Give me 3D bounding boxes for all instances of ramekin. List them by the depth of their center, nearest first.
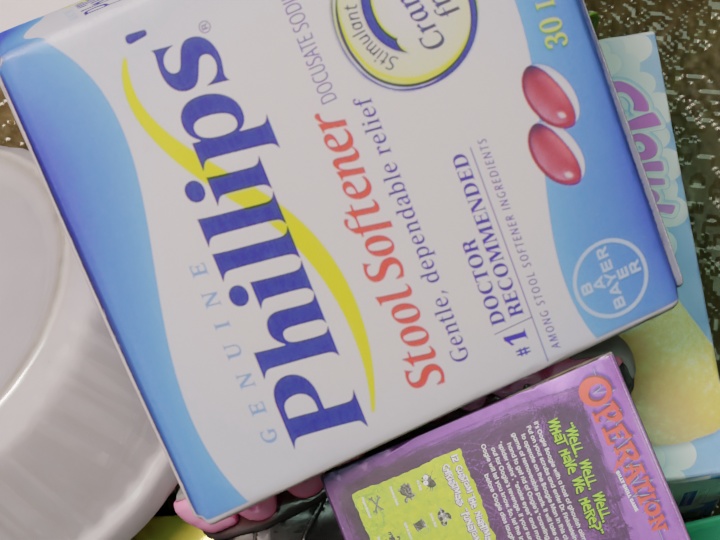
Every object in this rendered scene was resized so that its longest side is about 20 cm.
[{"bbox_3d":[-0.168,0.038,0.710,0.201,0.094,0.204,-14,56,21],"label":"ramekin"}]

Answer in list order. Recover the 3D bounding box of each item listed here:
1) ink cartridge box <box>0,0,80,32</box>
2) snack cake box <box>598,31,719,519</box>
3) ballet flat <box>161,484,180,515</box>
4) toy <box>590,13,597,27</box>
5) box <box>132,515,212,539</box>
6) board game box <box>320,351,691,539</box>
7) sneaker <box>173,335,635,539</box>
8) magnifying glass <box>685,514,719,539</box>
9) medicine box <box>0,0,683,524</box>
[{"bbox_3d":[-0.046,-0.113,0.698,0.199,0.068,0.116,-33,73,-5],"label":"ink cartridge box"},{"bbox_3d":[0.116,0.009,0.744,0.066,0.115,0.202,-9,72,5],"label":"snack cake box"},{"bbox_3d":[-0.121,0.035,0.803,0.067,0.046,0.201,-32,71,-3],"label":"ballet flat"},{"bbox_3d":[0.029,-0.165,0.805,0.200,0.115,0.047,40,90,16],"label":"toy"},{"bbox_3d":[-0.101,0.143,0.753,0.198,0.075,0.051,-3,73,6],"label":"box"},{"bbox_3d":[0.077,0.145,0.596,0.119,0.032,0.202,-22,85,7],"label":"board game box"},{"bbox_3d":[0.027,0.087,0.670,0.199,0.079,0.096,-23,101,14],"label":"sneaker"},{"bbox_3d":[0.169,0.113,0.686,0.079,0.199,0.023,13,112,42],"label":"magnifying glass"},{"bbox_3d":[-0.010,-0.038,0.608,0.199,0.103,0.184,-25,106,-8],"label":"medicine box"}]
